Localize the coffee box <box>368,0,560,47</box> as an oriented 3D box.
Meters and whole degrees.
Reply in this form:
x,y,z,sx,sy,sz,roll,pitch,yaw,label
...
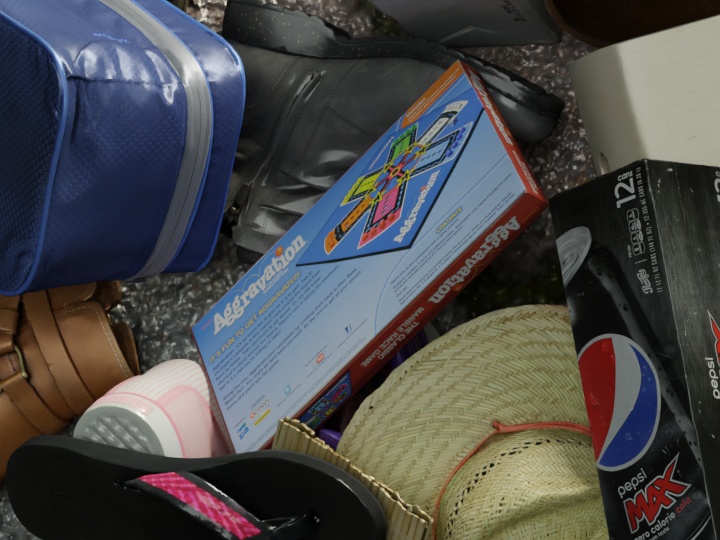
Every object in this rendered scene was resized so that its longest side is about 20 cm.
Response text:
x,y,z,sx,sy,sz,roll,pitch,yaw,label
0.054,-0.223,1.214,0.079,0.114,0.201,0,80,17,coffee box

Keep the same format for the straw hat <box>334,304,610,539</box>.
x,y,z,sx,sy,sz,roll,pitch,yaw,label
0.083,0.118,1.125,0.200,0.085,0.202,-1,96,-5,straw hat

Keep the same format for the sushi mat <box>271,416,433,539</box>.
x,y,z,sx,sy,sz,roll,pitch,yaw,label
-0.025,0.172,1.164,0.096,0.012,0.201,36,125,31,sushi mat

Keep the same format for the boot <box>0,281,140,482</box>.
x,y,z,sx,sy,sz,roll,pitch,yaw,label
-0.184,0.081,1.260,0.154,0.074,0.201,-17,80,9,boot

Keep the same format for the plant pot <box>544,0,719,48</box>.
x,y,z,sx,sy,sz,roll,pitch,yaw,label
0.157,-0.237,1.163,0.186,0.187,0.201,-18,65,13,plant pot

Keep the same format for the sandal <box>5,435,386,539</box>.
x,y,z,sx,sy,sz,roll,pitch,yaw,label
-0.083,0.120,1.130,0.199,0.045,0.075,5,113,22,sandal

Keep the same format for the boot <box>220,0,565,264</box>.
x,y,z,sx,sy,sz,roll,pitch,yaw,label
0.001,-0.055,1.235,0.199,0.070,0.132,16,90,28,boot

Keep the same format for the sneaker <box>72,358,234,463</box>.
x,y,z,sx,sy,sz,roll,pitch,yaw,label
-0.097,0.139,1.230,0.075,0.105,0.201,8,113,18,sneaker

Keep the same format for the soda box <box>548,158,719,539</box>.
x,y,z,sx,sy,sz,roll,pitch,yaw,label
0.144,0.055,1.087,0.063,0.071,0.201,-23,71,45,soda box

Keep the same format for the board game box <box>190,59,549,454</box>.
x,y,z,sx,sy,sz,roll,pitch,yaw,label
0.000,0.000,1.169,0.200,0.019,0.103,-44,43,20,board game box

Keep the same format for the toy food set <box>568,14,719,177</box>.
x,y,z,sx,sy,sz,roll,pitch,yaw,label
0.214,-0.058,1.168,0.199,0.060,0.144,-15,86,7,toy food set

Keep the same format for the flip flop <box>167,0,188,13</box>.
x,y,z,sx,sy,sz,roll,pitch,yaw,label
-0.100,-0.211,1.292,0.081,0.058,0.201,16,102,23,flip flop

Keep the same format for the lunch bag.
x,y,z,sx,sy,sz,roll,pitch,yaw,label
-0.155,-0.080,1.223,0.200,0.132,0.136,37,120,40,lunch bag

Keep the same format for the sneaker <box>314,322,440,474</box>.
x,y,z,sx,sy,sz,roll,pitch,yaw,label
-0.005,0.110,1.194,0.080,0.083,0.201,-2,81,16,sneaker
